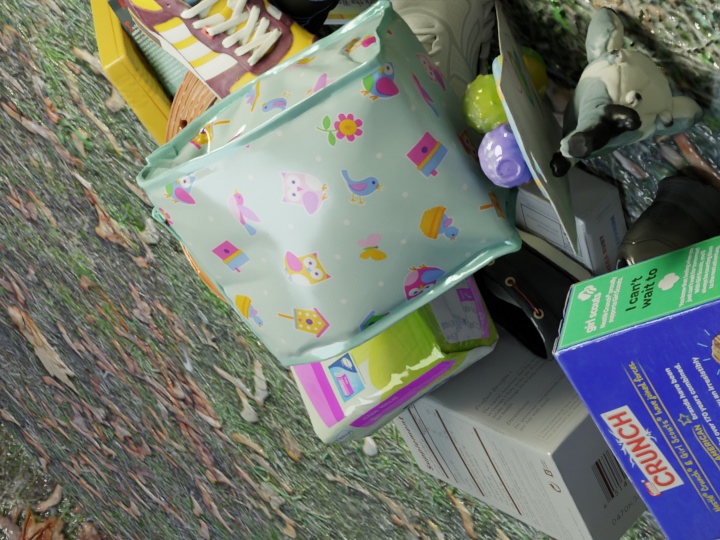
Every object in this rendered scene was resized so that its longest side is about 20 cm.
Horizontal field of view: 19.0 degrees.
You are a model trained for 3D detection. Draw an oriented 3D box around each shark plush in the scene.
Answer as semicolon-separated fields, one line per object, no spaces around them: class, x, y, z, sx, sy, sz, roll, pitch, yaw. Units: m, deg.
shark plush;0.147;-0.079;1.261;0.091;0.083;0.200;44;-162;-12

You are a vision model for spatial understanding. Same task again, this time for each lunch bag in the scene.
lunch bag;-0.021;-0.047;1.370;0.171;0.200;0.122;52;-159;-21

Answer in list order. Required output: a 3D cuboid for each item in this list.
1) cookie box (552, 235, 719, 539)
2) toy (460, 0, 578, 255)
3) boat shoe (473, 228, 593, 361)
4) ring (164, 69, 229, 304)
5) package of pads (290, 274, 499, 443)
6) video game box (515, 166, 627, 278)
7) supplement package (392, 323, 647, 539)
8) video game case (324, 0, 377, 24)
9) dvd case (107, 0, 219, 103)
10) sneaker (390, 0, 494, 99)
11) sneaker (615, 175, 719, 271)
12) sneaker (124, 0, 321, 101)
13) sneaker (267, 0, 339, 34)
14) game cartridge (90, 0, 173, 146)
cookie box;0.245;0.064;1.303;0.199;0.075;0.171;-19;117;28
toy;0.093;-0.089;1.335;0.115;0.047;0.200;62;-164;-20
boat shoe;0.080;-0.006;1.524;0.201;0.063;0.074;34;156;33
ring;-0.071;-0.070;1.521;0.200;0.019;0.201;9;103;47
package of pads;0.000;0.000;1.517;0.154;0.068;0.201;-38;69;41
video game box;0.116;-0.025;1.567;0.200;0.047;0.183;31;152;36
supplement package;0.123;0.102;1.557;0.200;0.117;0.117;23;151;47
video game case;-0.039;-0.251;1.498;0.200;0.023;0.182;10;137;56
dvd case;-0.105;-0.146;1.632;0.200;0.022;0.146;55;151;-7
sneaker;0.048;-0.137;1.423;0.075;0.081;0.200;6;138;22
sneaker;0.233;0.038;1.392;0.200;0.091;0.076;50;157;-12
sneaker;-0.093;-0.164;1.434;0.200;0.075;0.090;33;166;23
sneaker;-0.039;-0.198;1.481;0.078;0.070;0.200;45;163;-27
game cartridge;-0.152;-0.138;1.764;0.200;0.032;0.176;55;-171;-33
